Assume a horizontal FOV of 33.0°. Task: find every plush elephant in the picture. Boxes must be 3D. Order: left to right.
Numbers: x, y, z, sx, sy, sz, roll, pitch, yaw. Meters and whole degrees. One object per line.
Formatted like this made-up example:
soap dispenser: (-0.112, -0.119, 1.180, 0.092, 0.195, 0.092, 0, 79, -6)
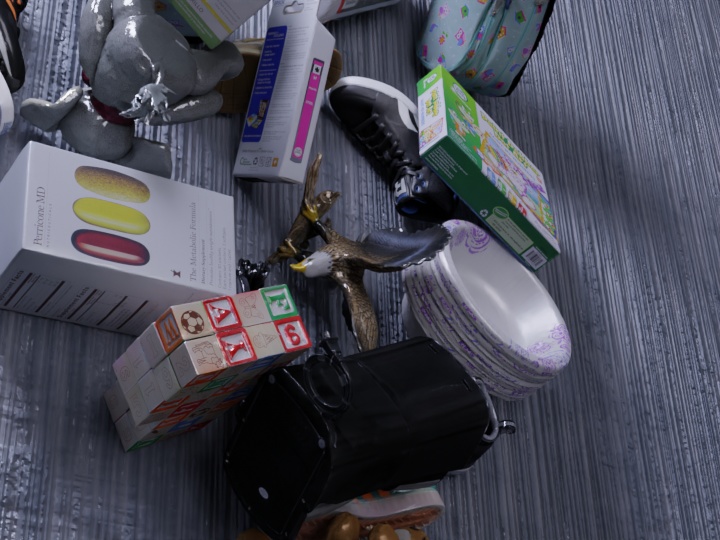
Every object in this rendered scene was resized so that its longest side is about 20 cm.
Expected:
plush elephant: (-0.227, -0.171, 1.170, 0.165, 0.155, 0.200, 39, 36, -27)

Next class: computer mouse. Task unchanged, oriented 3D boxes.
computer mouse: (-0.088, 0.088, 1.120, 0.046, 0.141, 0.201, -2, 59, 2)

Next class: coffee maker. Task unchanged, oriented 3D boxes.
coffee maker: (0.012, 0.130, 1.039, 0.200, 0.192, 0.135, -10, 71, -43)

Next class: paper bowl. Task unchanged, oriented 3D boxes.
paper bowl: (0.123, 0.052, 1.308, 0.200, 0.104, 0.201, 36, 30, -24)

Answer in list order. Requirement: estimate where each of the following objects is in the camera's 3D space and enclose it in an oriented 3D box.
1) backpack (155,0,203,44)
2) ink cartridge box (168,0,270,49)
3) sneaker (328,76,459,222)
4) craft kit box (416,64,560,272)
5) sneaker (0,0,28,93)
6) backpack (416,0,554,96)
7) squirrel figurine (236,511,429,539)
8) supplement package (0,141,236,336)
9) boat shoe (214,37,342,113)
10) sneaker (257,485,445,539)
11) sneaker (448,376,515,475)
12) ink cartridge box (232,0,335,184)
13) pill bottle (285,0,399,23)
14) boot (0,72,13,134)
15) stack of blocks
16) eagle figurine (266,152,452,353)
backpack: (-0.169, -0.322, 1.261, 0.166, 0.200, 0.127, -8, 69, -42)
ink cartridge box: (-0.111, -0.321, 1.120, 0.146, 0.200, 0.048, 49, 30, -14)
sneaker: (0.042, -0.132, 1.399, 0.200, 0.073, 0.112, 34, 45, -20)
craft kit box: (0.145, -0.121, 1.406, 0.200, 0.048, 0.198, 43, 21, -23)
sneaker: (-0.348, -0.264, 1.176, 0.090, 0.070, 0.201, -15, 72, -39)
backpack: (0.160, -0.323, 1.526, 0.126, 0.201, 0.167, 13, 18, -28)
squirrel figurine: (0.002, 0.315, 1.074, 0.186, 0.141, 0.201, 4, 83, -53)
supplement package: (-0.225, -0.019, 1.095, 0.199, 0.109, 0.114, 14, 56, -32)
boat shoe: (-0.118, -0.223, 1.343, 0.199, 0.072, 0.065, -15, 37, -31)
sneaker: (-0.017, 0.211, 1.155, 0.199, 0.071, 0.080, 3, 47, -34)
sneaker: (0.060, 0.138, 1.220, 0.200, 0.114, 0.076, 24, 51, -25)
ink cartridge box: (-0.076, -0.190, 1.266, 0.037, 0.095, 0.201, 13, 88, -36)
pill bottle: (-0.005, -0.372, 1.483, 0.200, 0.114, 0.114, -26, 81, -45)
boot: (-0.395, -0.208, 1.102, 0.090, 0.073, 0.200, -20, 78, -49)
stack of blocks: (-0.145, 0.088, 1.028, 0.115, 0.200, 0.059, -12, 72, -40)
eagle figurine: (-0.005, 0.003, 1.211, 0.151, 0.152, 0.200, -36, 51, -28)
